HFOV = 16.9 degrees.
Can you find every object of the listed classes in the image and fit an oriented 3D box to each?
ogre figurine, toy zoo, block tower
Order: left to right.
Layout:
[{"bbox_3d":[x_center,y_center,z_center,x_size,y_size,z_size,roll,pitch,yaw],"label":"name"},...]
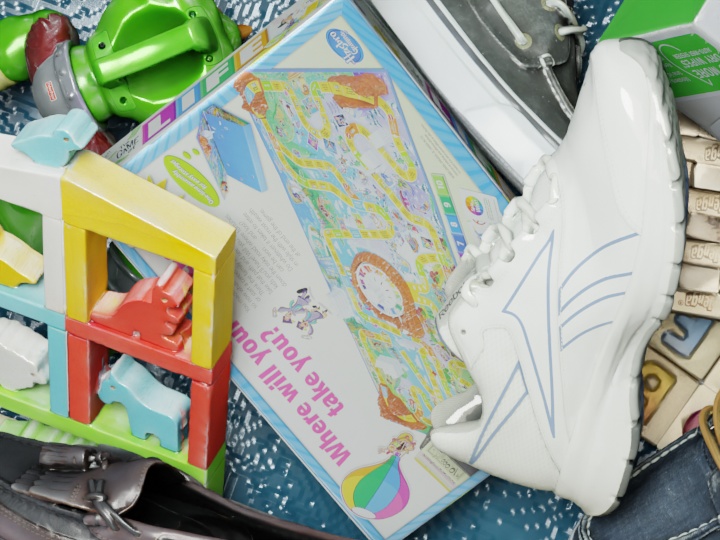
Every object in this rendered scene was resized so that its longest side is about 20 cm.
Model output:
[{"bbox_3d":[-0.113,0.017,0.963,0.130,0.201,0.021,20,47,13],"label":"toy zoo"},{"bbox_3d":[-0.106,-0.075,1.006,0.119,0.098,0.201,-21,73,16],"label":"ogre figurine"},{"bbox_3d":[0.150,-0.079,0.991,0.054,0.058,0.202,9,86,7],"label":"block tower"}]

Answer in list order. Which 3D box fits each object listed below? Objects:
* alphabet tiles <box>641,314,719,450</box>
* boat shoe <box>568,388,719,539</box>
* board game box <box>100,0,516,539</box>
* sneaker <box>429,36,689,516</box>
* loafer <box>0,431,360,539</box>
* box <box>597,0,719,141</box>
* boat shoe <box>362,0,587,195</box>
[{"bbox_3d":[0.167,-0.017,1.016,0.166,0.006,0.201,35,91,7],"label":"alphabet tiles"},{"bbox_3d":[0.159,0.062,0.948,0.199,0.091,0.071,-26,42,11],"label":"boat shoe"},{"bbox_3d":[0.000,0.000,0.973,0.134,0.034,0.200,-36,110,9],"label":"board game box"},{"bbox_3d":[0.075,0.005,0.917,0.086,0.075,0.201,9,118,0],"label":"sneaker"},{"bbox_3d":[-0.071,0.100,0.958,0.199,0.072,0.063,24,117,14],"label":"loafer"},{"bbox_3d":[0.224,-0.120,0.927,0.176,0.097,0.201,34,80,-15],"label":"box"},{"bbox_3d":[0.058,-0.095,0.989,0.071,0.072,0.200,-38,73,1],"label":"boat shoe"}]
